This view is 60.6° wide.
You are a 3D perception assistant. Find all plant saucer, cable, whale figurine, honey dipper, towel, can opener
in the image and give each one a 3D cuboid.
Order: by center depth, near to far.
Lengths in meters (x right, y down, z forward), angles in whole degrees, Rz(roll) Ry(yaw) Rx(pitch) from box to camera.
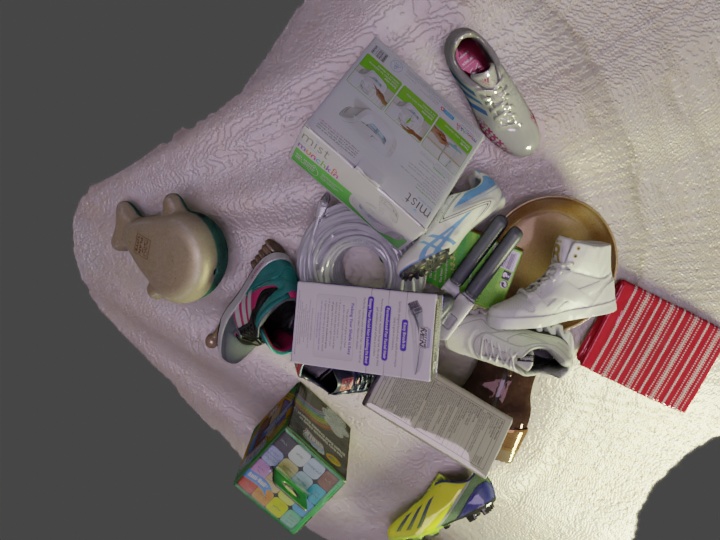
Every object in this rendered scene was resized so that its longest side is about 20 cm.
[{"bbox_3d":[0.151,0.017,0.858,0.052,0.066,0.202,37,106,8],"label":"can opener"},{"bbox_3d":[0.000,0.000,0.898,0.197,0.069,0.203,34,110,6],"label":"cable"},{"bbox_3d":[0.277,-0.010,0.912,0.193,0.036,0.207,1,104,4],"label":"plant saucer"},{"bbox_3d":[-0.281,-0.037,0.916,0.196,0.103,0.164,22,107,23],"label":"whale figurine"},{"bbox_3d":[0.445,0.117,0.943,0.195,0.023,0.148,25,102,-5],"label":"towel"},{"bbox_3d":[-0.184,0.042,0.948,0.038,0.038,0.202,35,105,-6],"label":"honey dipper"}]

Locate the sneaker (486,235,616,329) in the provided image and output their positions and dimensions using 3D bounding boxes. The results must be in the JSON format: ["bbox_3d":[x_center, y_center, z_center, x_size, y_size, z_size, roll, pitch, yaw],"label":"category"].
[{"bbox_3d":[0.262,0.012,0.859,0.194,0.074,0.120,-10,102,-12],"label":"sneaker"}]

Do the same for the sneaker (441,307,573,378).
[{"bbox_3d":[0.212,0.109,0.892,0.193,0.082,0.077,7,118,10],"label":"sneaker"}]

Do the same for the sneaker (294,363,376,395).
[{"bbox_3d":[-0.010,0.164,0.944,0.193,0.085,0.077,11,105,0],"label":"sneaker"}]

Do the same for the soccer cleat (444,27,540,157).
[{"bbox_3d":[0.179,-0.236,0.835,0.069,0.087,0.201,-37,100,11],"label":"soccer cleat"}]

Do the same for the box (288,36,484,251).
[{"bbox_3d":[0.036,-0.164,0.812,0.198,0.097,0.179,38,66,-8],"label":"box"}]

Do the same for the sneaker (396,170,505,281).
[{"bbox_3d":[0.114,-0.060,0.835,0.199,0.072,0.073,-40,79,-21],"label":"sneaker"}]

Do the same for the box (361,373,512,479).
[{"bbox_3d":[0.107,0.202,0.885,0.197,0.078,0.097,32,80,1],"label":"box"}]

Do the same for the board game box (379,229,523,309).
[{"bbox_3d":[0.129,-0.022,0.901,0.195,0.030,0.098,23,107,10],"label":"board game box"}]

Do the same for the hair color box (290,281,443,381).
[{"bbox_3d":[0.009,0.078,0.830,0.194,0.065,0.113,5,89,18],"label":"hair color box"}]

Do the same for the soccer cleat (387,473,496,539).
[{"bbox_3d":[0.127,0.385,1.014,0.196,0.065,0.086,-28,72,14],"label":"soccer cleat"}]

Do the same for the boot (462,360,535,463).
[{"bbox_3d":[0.173,0.194,0.965,0.194,0.072,0.172,14,91,3],"label":"boot"}]

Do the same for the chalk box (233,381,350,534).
[{"bbox_3d":[-0.099,0.287,0.919,0.124,0.200,0.124,43,102,-8],"label":"chalk box"}]

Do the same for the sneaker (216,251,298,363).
[{"bbox_3d":[-0.142,0.088,0.902,0.082,0.122,0.203,13,119,-36],"label":"sneaker"}]
